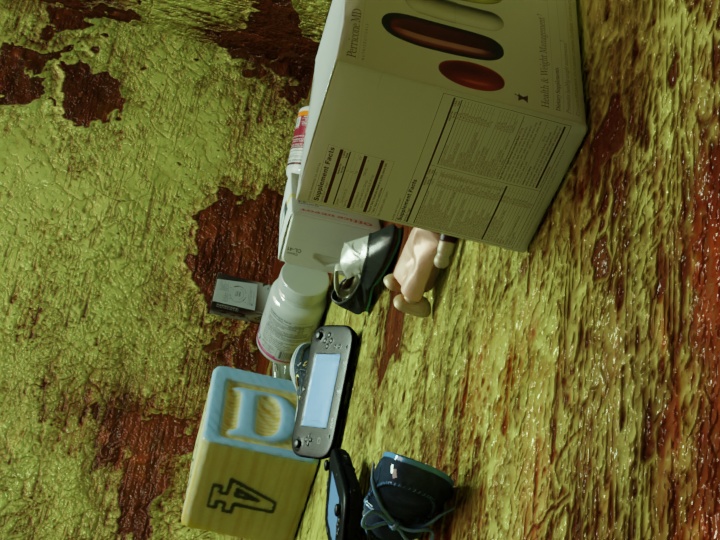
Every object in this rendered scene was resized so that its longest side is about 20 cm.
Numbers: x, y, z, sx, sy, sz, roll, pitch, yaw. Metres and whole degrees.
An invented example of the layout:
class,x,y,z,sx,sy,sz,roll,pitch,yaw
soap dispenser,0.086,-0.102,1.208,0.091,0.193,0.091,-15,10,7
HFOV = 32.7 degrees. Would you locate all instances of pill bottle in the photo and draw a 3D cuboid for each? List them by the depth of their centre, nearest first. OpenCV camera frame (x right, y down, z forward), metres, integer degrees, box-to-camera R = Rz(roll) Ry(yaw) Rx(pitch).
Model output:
class,x,y,z,sx,sy,sz,roll,pitch,yaw
pill bottle,-0.127,0.078,2.345,0.114,0.112,0.201,-85,11,-45
pill bottle,-0.099,-0.249,2.683,0.113,0.112,0.202,144,138,-78

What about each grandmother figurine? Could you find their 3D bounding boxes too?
class,x,y,z,sx,sy,sz,roll,pitch,yaw
grandmother figurine,0.080,-0.054,1.301,0.122,0.060,0.201,57,138,40

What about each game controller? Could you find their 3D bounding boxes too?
class,x,y,z,sx,sy,sz,roll,pitch,yaw
game controller,-0.024,0.288,1.471,0.200,0.042,0.105,-122,46,-80
game controller,-0.053,0.180,1.823,0.104,0.042,0.202,-9,67,60

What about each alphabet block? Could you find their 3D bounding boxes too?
class,x,y,z,sx,sy,sz,roll,pitch,yaw
alphabet block,-0.180,0.310,2.050,0.196,0.194,0.201,-86,12,-55

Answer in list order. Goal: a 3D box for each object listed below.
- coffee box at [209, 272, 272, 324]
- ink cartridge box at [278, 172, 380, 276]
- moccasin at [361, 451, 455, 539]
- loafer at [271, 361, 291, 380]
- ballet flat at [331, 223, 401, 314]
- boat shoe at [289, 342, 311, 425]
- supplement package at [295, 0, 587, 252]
class,x,y,z,sx,sy,sz,roll,pitch,yaw
coffee box,-0.280,0.079,3.126,0.113,0.198,0.081,125,157,-69
ink cartridge box,-0.049,-0.072,1.904,0.200,0.146,0.086,-101,24,-69
moccasin,0.040,0.213,1.089,0.200,0.080,0.069,88,-154,-69
loafer,-0.176,0.266,2.550,0.070,0.069,0.202,136,147,-76
ballet flat,0.000,0.000,1.720,0.201,0.068,0.068,113,167,-53
boat shoe,-0.068,0.169,1.962,0.201,0.070,0.091,-97,21,-49
supplement package,0.065,-0.149,1.012,0.148,0.198,0.192,111,169,-45
